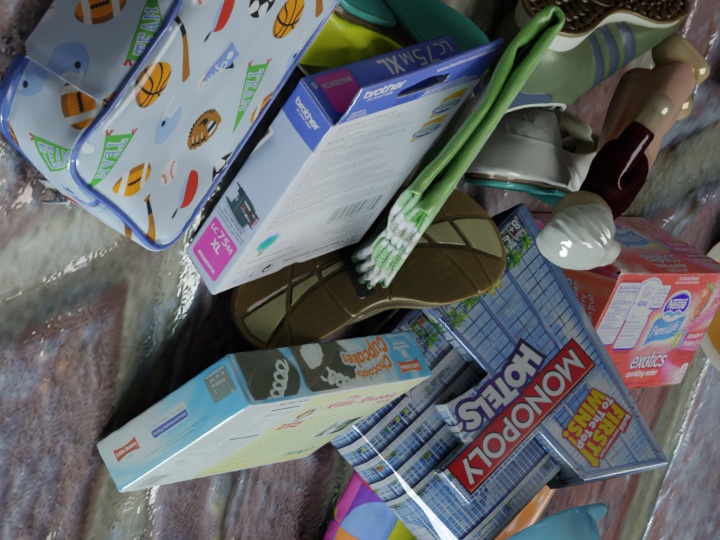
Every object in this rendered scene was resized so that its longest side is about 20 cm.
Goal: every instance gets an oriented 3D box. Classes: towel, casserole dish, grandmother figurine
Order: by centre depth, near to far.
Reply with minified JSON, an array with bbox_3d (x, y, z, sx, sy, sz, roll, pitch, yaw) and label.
[{"bbox_3d":[0.053,-0.072,1.490,0.149,0.031,0.200,-56,179,-15],"label":"towel"},{"bbox_3d":[0.170,-0.068,1.690,0.121,0.061,0.200,99,19,-44],"label":"grandmother figurine"},{"bbox_3d":[0.086,0.222,1.736,0.200,0.039,0.121,-29,162,4],"label":"casserole dish"}]

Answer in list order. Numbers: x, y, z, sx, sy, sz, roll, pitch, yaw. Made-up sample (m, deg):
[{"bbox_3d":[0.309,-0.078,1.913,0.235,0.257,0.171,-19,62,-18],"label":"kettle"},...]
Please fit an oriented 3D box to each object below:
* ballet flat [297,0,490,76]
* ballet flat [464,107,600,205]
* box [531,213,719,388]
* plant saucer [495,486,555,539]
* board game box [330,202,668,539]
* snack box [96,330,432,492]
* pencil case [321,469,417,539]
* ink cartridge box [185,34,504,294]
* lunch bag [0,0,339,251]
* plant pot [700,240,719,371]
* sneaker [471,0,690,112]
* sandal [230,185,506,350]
[{"bbox_3d":[0.003,-0.133,1.479,0.067,0.067,0.200,-43,156,20],"label":"ballet flat"},{"bbox_3d":[0.119,-0.080,1.720,0.069,0.069,0.200,-61,156,9],"label":"ballet flat"},{"bbox_3d":[0.179,0.022,1.874,0.200,0.095,0.103,-1,121,-58],"label":"box"},{"bbox_3d":[0.092,0.161,1.945,0.200,0.037,0.200,-40,149,-30],"label":"plant saucer"},{"bbox_3d":[0.100,0.096,1.722,0.200,0.200,0.062,-45,-173,-21],"label":"board game box"},{"bbox_3d":[-0.055,0.085,1.573,0.116,0.037,0.200,-34,164,30],"label":"snack box"},{"bbox_3d":[0.013,0.190,1.801,0.200,0.088,0.088,-60,152,9],"label":"pencil case"},{"bbox_3d":[-0.010,-0.069,1.453,0.119,0.042,0.200,-21,161,-40],"label":"ink cartridge box"},{"bbox_3d":[-0.097,-0.111,1.319,0.200,0.076,0.160,-55,155,-5],"label":"lunch bag"},{"bbox_3d":[0.383,0.026,2.127,0.183,0.200,0.200,-6,125,-37],"label":"plant pot"},{"bbox_3d":[0.138,-0.148,1.675,0.200,0.067,0.090,-20,150,-56],"label":"sneaker"},{"bbox_3d":[0.000,0.000,1.600,0.200,0.080,0.054,-21,-178,-28],"label":"sandal"}]
